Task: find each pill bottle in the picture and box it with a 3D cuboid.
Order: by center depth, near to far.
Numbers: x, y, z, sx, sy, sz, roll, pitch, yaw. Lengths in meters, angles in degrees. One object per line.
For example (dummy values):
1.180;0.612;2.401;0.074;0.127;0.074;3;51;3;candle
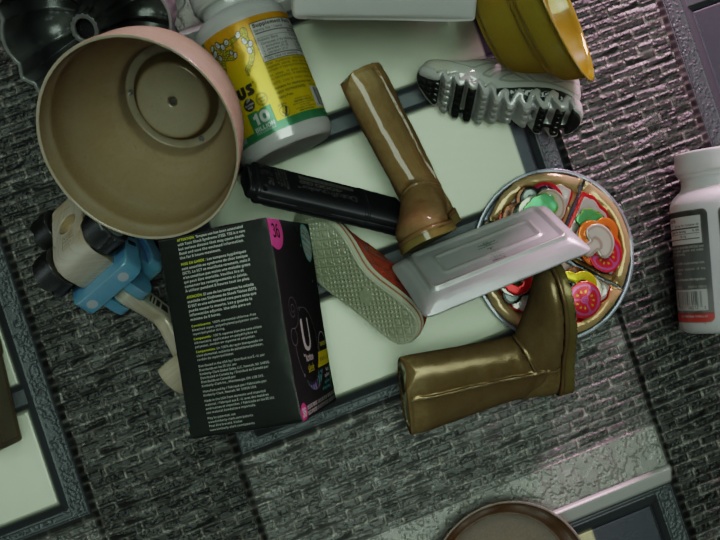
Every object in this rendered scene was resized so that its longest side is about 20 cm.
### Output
-0.116;-0.226;0.969;0.111;0.113;0.204;-22;90;-4;pill bottle
0.415;-0.034;0.999;0.113;0.116;0.206;-4;89;-4;pill bottle

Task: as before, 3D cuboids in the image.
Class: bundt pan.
-0.283;-0.271;0.945;0.196;0.076;0.206;5;121;8;bundt pan

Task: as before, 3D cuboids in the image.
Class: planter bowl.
-0.203;-0.153;0.877;0.195;0.136;0.205;3;120;5;planter bowl
0.174;-0.280;0.945;0.082;0.200;0.204;-22;90;25;planter bowl

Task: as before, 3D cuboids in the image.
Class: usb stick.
-0.037;-0.077;0.967;0.196;0.056;0.033;12;131;-29;usb stick

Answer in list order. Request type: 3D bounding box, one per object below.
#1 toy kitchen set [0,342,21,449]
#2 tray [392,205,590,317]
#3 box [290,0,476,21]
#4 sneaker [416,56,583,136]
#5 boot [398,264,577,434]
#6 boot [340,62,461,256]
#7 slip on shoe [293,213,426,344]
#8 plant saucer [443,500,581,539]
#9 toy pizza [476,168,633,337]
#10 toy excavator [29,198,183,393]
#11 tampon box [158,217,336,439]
-0.491;0.124;0.906;0.195;0.163;0.185;-14;89;-4;toy kitchen set
0.138;-0.020;0.949;0.196;0.108;0.023;-21;127;-9;tray
0.020;-0.366;0.926;0.194;0.201;0.133;0;129;-5;box
0.162;-0.216;1.017;0.195;0.075;0.083;12;69;-2;sneaker
0.138;0.088;0.971;0.195;0.066;0.179;-11;113;-5;boot
0.034;-0.124;0.955;0.065;0.175;0.203;-26;93;13;boot
0.000;0.000;1.000;0.199;0.061;0.075;42;122;9;slip on shoe
0.171;0.366;1.011;0.195;0.034;0.206;0;87;-4;plant saucer
0.229;-0.018;1.027;0.195;0.032;0.206;0;88;-4;toy pizza
-0.247;0.018;0.956;0.099;0.196;0.199;-37;134;15;toy excavator
-0.114;0.057;0.929;0.123;0.150;0.205;-10;89;12;tampon box
